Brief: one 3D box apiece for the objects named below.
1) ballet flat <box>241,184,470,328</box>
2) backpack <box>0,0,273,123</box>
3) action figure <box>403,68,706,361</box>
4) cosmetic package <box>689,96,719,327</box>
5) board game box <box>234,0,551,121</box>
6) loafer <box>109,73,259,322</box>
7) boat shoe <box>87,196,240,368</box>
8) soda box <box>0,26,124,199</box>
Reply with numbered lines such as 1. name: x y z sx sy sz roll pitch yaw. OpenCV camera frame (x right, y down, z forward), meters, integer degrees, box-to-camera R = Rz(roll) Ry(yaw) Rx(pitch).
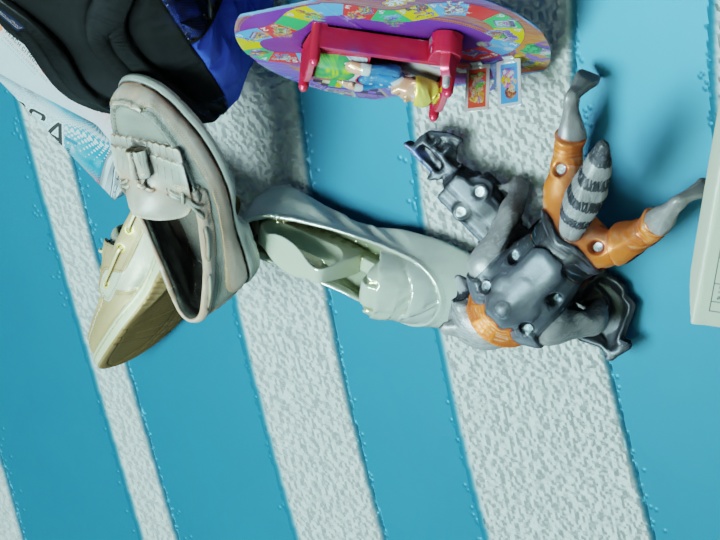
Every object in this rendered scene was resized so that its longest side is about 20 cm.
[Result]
1. ballet flat: 0.000 0.000 1.557 0.200 0.069 0.070 23 123 24
2. backpack: -0.142 -0.197 1.499 0.162 0.168 0.200 12 152 31
3. action figure: 0.105 -0.031 1.448 0.200 0.105 0.194 39 118 9
4. cosmetic package: 0.256 -0.064 1.324 0.103 0.073 0.200 8 120 3
5. board game box: 0.017 -0.125 1.429 0.200 0.158 0.039 -7 70 35
6. loafer: -0.121 -0.042 1.506 0.072 0.063 0.200 18 149 31
7. boat shoe: -0.154 -0.009 1.662 0.069 0.074 0.200 51 130 19
8. soda box: -0.211 -0.149 1.632 0.200 0.064 0.068 46 129 8
